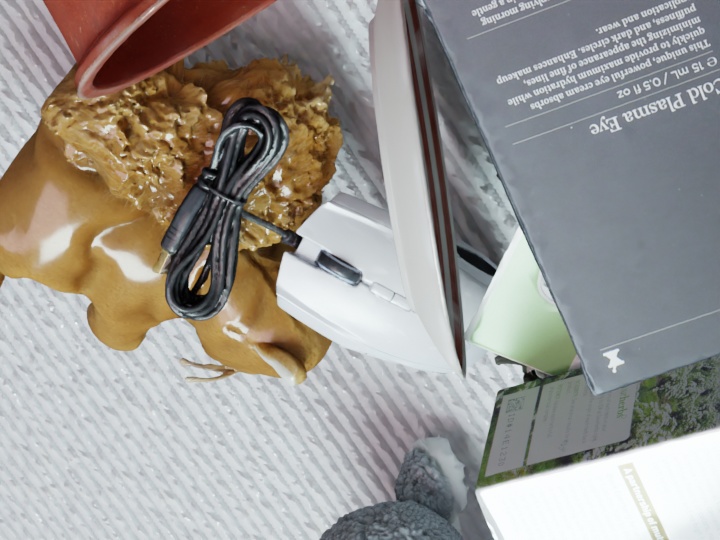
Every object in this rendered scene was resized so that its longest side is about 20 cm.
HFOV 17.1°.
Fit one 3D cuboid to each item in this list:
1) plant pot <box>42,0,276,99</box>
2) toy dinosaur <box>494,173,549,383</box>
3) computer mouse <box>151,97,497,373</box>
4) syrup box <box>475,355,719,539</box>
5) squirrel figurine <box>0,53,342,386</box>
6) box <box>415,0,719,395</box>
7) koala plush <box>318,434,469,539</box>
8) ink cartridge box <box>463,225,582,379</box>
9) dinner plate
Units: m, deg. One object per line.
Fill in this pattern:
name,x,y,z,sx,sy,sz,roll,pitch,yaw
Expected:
plant pot,-0.081,-0.204,0.934,0.201,0.201,0.195,-35,90,45
toy dinosaur,0.143,0.020,1.152,0.136,0.102,0.200,-41,78,31
computer mouse,0.000,0.000,1.175,0.200,0.044,0.110,23,99,-30
syrup box,0.158,0.078,1.031,0.200,0.079,0.082,-16,118,21
squirrel figurine,-0.084,-0.023,1.222,0.187,0.142,0.200,34,138,-2
box,0.149,-0.078,0.930,0.200,0.104,0.182,-19,109,15
koala plush,0.026,0.206,1.304,0.184,0.177,0.200,12,134,39
ink cartridge box,0.165,0.007,1.058,0.200,0.048,0.146,24,124,-1
dinner plate,0.025,-0.049,1.089,0.024,0.200,0.200,-9,123,3
